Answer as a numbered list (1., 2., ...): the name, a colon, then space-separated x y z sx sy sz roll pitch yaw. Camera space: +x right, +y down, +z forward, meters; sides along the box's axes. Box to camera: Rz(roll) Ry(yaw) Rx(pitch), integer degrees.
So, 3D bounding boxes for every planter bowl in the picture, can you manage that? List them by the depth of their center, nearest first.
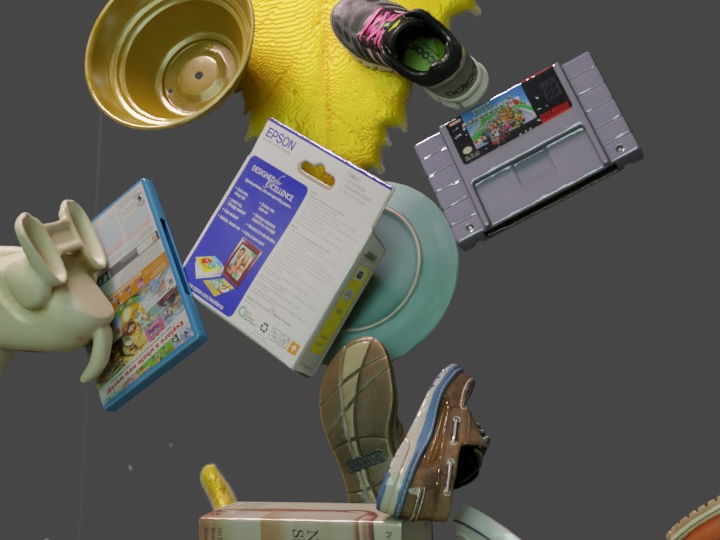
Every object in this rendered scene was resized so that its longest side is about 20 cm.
1. planter bowl: -0.188 -0.225 1.826 0.200 0.083 0.201 -8 66 20

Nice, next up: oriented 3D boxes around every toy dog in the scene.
1. toy dog: -0.359 0.043 1.760 0.200 0.140 0.194 -27 100 20

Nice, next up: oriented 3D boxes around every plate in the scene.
1. plate: 0.000 0.000 1.693 0.199 0.026 0.201 -8 67 20

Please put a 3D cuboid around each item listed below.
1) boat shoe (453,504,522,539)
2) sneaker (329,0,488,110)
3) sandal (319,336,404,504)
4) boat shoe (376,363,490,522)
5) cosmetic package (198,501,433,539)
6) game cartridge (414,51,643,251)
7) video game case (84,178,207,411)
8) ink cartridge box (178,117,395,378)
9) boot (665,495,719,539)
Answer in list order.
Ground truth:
1. boat shoe: 0.146 0.284 1.491 0.200 0.074 0.065 38 82 31
2. sneaker: 0.041 -0.237 1.736 0.200 0.087 0.074 36 85 30
3. sandal: 0.014 0.164 1.610 0.080 0.054 0.201 -18 78 21
4. boat shoe: 0.076 0.163 1.540 0.072 0.072 0.200 22 39 8
5. cosmetic package: -0.039 0.266 1.549 0.199 0.087 0.104 -4 91 21
6. game cartridge: 0.161 -0.119 1.672 0.200 0.038 0.130 -28 66 9
7. video game case: -0.239 0.024 1.762 0.143 0.018 0.201 -36 59 25
8. ink cartridge box: -0.070 -0.026 1.692 0.197 0.047 0.200 33 90 40
9. boot: 0.360 0.229 1.430 0.199 0.075 0.108 -17 69 14
